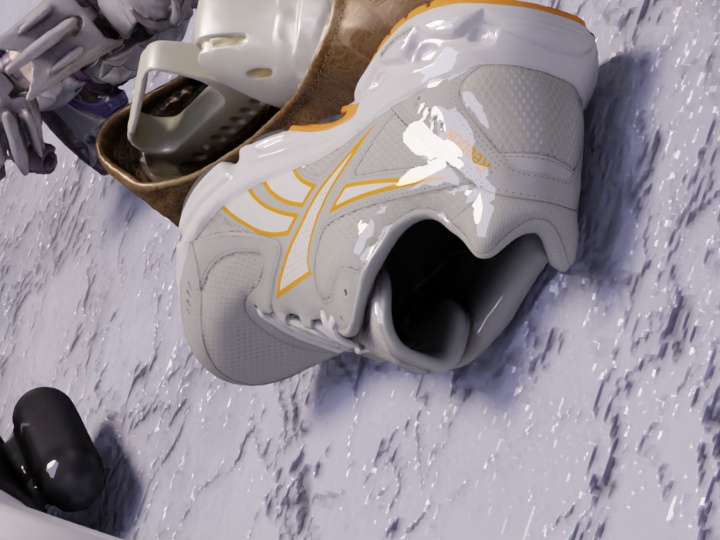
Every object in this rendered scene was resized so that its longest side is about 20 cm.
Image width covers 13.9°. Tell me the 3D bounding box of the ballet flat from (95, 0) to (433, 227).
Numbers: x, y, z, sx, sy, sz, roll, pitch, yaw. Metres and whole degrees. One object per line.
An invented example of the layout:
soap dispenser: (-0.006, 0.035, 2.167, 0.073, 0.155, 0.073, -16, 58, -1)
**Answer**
ballet flat: (-0.037, -0.068, 1.030, 0.200, 0.072, 0.068, -30, 47, 56)

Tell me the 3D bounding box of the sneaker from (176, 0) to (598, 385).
sneaker: (0.000, 0.000, 0.899, 0.200, 0.075, 0.093, -43, 39, 49)

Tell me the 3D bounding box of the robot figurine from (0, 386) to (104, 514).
robot figurine: (-0.178, 0.114, 1.126, 0.200, 0.124, 0.151, -136, 60, -65)

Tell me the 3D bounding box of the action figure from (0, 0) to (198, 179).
action figure: (-0.102, -0.081, 1.138, 0.070, 0.130, 0.200, 65, 155, 1)

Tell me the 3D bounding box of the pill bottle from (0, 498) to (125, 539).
pill bottle: (-0.128, 0.180, 0.981, 0.112, 0.111, 0.201, 5, 76, 66)
